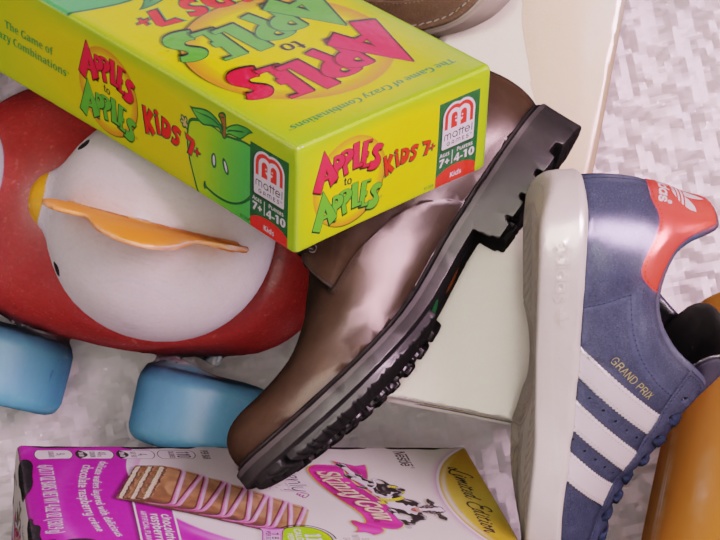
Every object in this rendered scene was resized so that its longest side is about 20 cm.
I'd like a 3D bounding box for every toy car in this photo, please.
[{"bbox_3d":[-0.100,-0.022,1.165,0.176,0.200,0.185,14,89,2],"label":"toy car"}]

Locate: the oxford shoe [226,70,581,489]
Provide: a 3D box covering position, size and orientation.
[{"bbox_3d":[0.000,0.000,1.138,0.084,0.073,0.200,35,79,6],"label":"oxford shoe"}]

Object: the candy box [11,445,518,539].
[{"bbox_3d":[-0.041,0.121,1.144,0.199,0.136,0.061,2,106,-11],"label":"candy box"}]

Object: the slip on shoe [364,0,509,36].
[{"bbox_3d":[-0.019,-0.151,1.184,0.200,0.060,0.076,26,99,38],"label":"slip on shoe"}]

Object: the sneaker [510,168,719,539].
[{"bbox_3d":[0.107,0.055,1.122,0.084,0.075,0.201,0,119,-4],"label":"sneaker"}]

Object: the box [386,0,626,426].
[{"bbox_3d":[0.060,-0.036,1.213,0.077,0.095,0.201,11,90,2],"label":"box"}]

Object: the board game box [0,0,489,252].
[{"bbox_3d":[-0.054,-0.083,1.109,0.200,0.101,0.048,31,132,38],"label":"board game box"}]

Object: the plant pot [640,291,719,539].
[{"bbox_3d":[0.200,0.106,1.167,0.199,0.200,0.184,1,73,2],"label":"plant pot"}]
